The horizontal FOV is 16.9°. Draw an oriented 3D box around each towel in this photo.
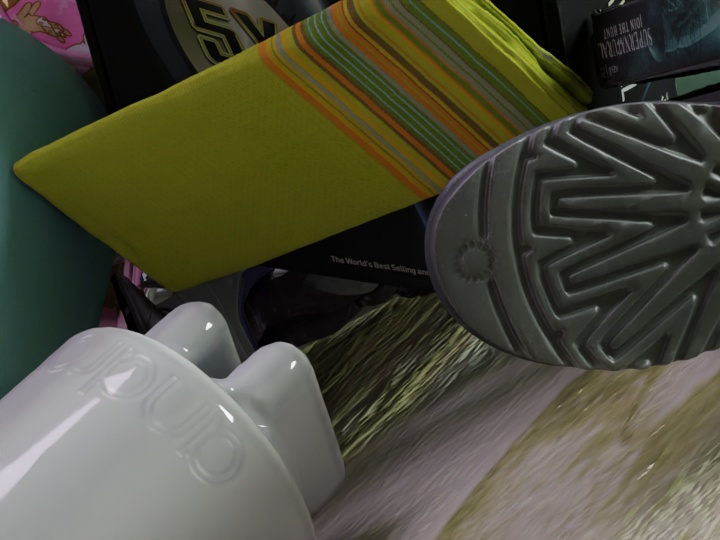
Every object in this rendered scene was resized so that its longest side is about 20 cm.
[{"bbox_3d":[-0.023,-0.046,0.819,0.199,0.086,0.018,-21,42,39],"label":"towel"}]

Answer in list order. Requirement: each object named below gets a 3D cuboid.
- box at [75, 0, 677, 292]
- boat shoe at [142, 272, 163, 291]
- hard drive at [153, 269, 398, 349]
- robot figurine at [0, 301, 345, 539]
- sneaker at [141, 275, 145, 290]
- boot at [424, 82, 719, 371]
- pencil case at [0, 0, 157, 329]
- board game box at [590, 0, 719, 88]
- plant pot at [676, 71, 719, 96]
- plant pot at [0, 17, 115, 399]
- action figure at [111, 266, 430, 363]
[{"bbox_3d":[0.005,-0.085,0.870,0.199,0.165,0.086,9,38,29],"label":"box"},{"bbox_3d":[-0.051,-0.020,1.259,0.072,0.072,0.200,-21,-10,23],"label":"boat shoe"},{"bbox_3d":[-0.090,0.032,1.185,0.199,0.026,0.132,-11,-11,-34],"label":"hard drive"},{"bbox_3d":[-0.093,0.098,0.761,0.169,0.113,0.200,20,52,40],"label":"robot figurine"},{"bbox_3d":[-0.141,0.064,1.305,0.200,0.075,0.078,-52,0,-2],"label":"sneaker"},{"bbox_3d":[0.079,-0.021,0.697,0.163,0.066,0.200,-12,6,-10],"label":"boot"},{"bbox_3d":[-0.122,-0.047,1.004,0.086,0.083,0.201,-5,-43,-15],"label":"pencil case"},{"bbox_3d":[0.155,-0.080,0.705,0.134,0.028,0.200,-10,3,-8],"label":"board game box"},{"bbox_3d":[0.074,-0.123,1.056,0.135,0.200,0.200,-53,3,16],"label":"plant pot"},{"bbox_3d":[-0.189,0.020,0.895,0.200,0.200,0.162,-35,38,32],"label":"plant pot"},{"bbox_3d":[0.000,0.000,0.999,0.199,0.070,0.130,-25,-15,-14],"label":"action figure"}]
